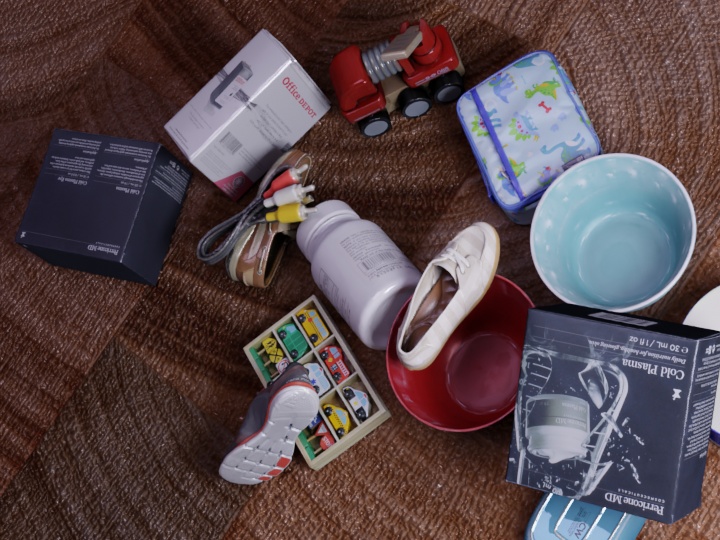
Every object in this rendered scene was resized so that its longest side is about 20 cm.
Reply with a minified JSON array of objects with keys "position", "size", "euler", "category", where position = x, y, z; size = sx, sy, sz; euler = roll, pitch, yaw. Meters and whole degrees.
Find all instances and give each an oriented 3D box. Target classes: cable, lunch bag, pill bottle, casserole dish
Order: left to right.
[{"position":[-0.144,-0.083,1.733],"size":[0.198,0.050,0.098],"euler":[-22,62,17],"category":"cable"},{"position":[0.000,0.000,1.679],"size":[0.114,0.114,0.200],"euler":[-43,50,2],"category":"pill bottle"},{"position":[0.221,-0.171,1.678],"size":[0.159,0.082,0.202],"euler":[-27,62,14],"category":"lunch bag"},{"position":[0.268,0.278,1.511],"size":[0.120,0.039,0.201],"euler":[30,85,29],"category":"casserole dish"}]

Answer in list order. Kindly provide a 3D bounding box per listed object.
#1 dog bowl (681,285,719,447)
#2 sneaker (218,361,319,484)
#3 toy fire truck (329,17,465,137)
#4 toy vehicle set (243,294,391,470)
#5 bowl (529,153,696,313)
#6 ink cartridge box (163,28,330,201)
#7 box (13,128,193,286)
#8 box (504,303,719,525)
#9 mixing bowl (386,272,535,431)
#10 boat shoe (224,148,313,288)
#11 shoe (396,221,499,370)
[{"position":[0.460,0.110,1.471],"size":[0.197,0.079,0.203],"euler":[-8,68,20],"category":"dog bowl"},{"position":[-0.116,0.197,1.669],"size":[0.200,0.076,0.082],"euler":[-49,31,28],"category":"sneaker"},{"position":[0.037,-0.272,1.722],"size":[0.174,0.200,0.130],"euler":[-23,63,13],"category":"toy fire truck"},{"position":[-0.060,0.146,1.703],"size":[0.124,0.027,0.201],"euler":[-37,61,6],"category":"toy vehicle set"},{"position":[0.314,-0.028,1.569],"size":[0.198,0.105,0.204],"euler":[-8,67,20],"category":"bowl"},{"position":[-0.156,-0.217,1.813],"size":[0.200,0.146,0.085],"euler":[-42,60,2],"category":"ink cartridge box"},{"position":[-0.374,-0.093,1.880],"size":[0.197,0.104,0.185],"euler":[11,74,26],"category":"box"},{"position":[0.281,0.152,1.426],"size":[0.198,0.123,0.200],"euler":[10,97,30],"category":"box"},{"position":[0.140,0.113,1.586],"size":[0.197,0.108,0.203],"euler":[-8,66,19],"category":"mixing bowl"},{"position":[-0.112,-0.067,1.786],"size":[0.073,0.076,0.202],"euler":[26,90,23],"category":"boat shoe"},{"position":[0.104,0.027,1.543],"size":[0.069,0.053,0.202],"euler":[27,82,29],"category":"shoe"}]
